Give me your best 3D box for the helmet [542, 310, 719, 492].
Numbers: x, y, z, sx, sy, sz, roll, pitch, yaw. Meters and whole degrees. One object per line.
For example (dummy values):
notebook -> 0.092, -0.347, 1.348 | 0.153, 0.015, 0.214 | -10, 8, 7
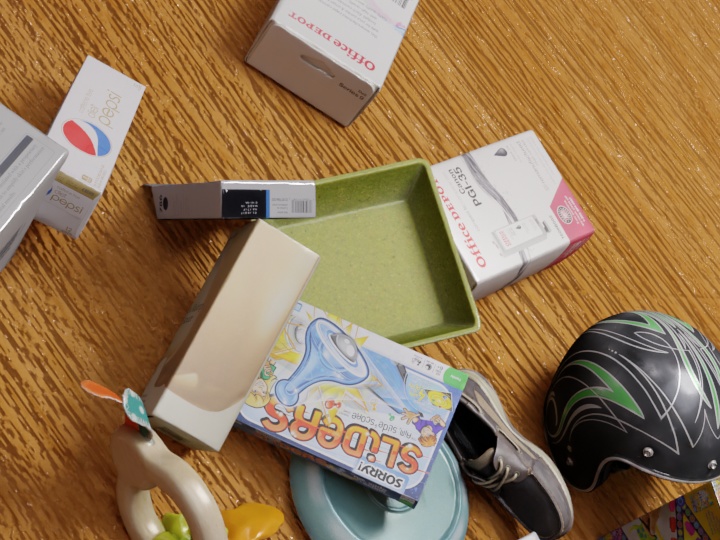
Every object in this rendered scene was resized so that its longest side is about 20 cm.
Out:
helmet -> 0.301, 0.141, 1.364 | 0.198, 0.191, 0.202 | 14, 57, -22

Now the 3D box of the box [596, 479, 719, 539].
box -> 0.389, 0.294, 1.331 | 0.198, 0.193, 0.123 | -1, 64, -30

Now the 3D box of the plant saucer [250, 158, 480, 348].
plant saucer -> 0.000, 0.000, 1.331 | 0.198, 0.048, 0.201 | -13, 69, -11

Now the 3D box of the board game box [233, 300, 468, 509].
board game box -> -0.013, 0.123, 1.234 | 0.199, 0.035, 0.136 | 23, 68, 4

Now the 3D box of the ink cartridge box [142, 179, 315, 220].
ink cartridge box -> -0.131, -0.068, 1.252 | 0.099, 0.200, 0.040 | -3, 95, -29

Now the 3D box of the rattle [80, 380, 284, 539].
rattle -> -0.144, 0.162, 1.118 | 0.142, 0.130, 0.202 | -24, 96, -25

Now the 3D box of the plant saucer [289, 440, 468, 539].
plant saucer -> 0.026, 0.209, 1.265 | 0.199, 0.027, 0.202 | 16, 52, -22

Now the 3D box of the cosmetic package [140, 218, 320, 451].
cosmetic package -> -0.123, 0.060, 1.181 | 0.071, 0.105, 0.201 | 31, 73, -14

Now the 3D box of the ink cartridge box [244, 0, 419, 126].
ink cartridge box -> -0.025, -0.287, 1.483 | 0.145, 0.088, 0.201 | 30, 51, -12

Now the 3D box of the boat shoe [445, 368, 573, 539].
boat shoe -> 0.133, 0.193, 1.308 | 0.200, 0.075, 0.073 | 51, 31, 16

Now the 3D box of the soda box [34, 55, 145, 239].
soda box -> -0.263, -0.120, 1.226 | 0.068, 0.064, 0.201 | 27, 34, -15

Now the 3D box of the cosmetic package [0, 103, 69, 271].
cosmetic package -> -0.382, -0.072, 1.084 | 0.199, 0.199, 0.123 | 37, 51, -7

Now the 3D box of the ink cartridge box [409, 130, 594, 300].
ink cartridge box -> 0.143, -0.056, 1.453 | 0.199, 0.083, 0.147 | -22, 77, -37

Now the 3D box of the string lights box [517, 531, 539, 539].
string lights box -> 0.106, 0.336, 1.229 | 0.199, 0.059, 0.103 | -16, 73, -35
